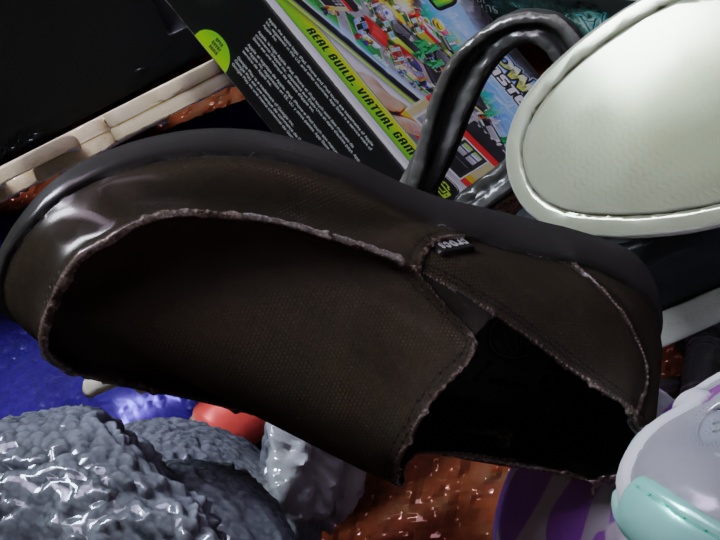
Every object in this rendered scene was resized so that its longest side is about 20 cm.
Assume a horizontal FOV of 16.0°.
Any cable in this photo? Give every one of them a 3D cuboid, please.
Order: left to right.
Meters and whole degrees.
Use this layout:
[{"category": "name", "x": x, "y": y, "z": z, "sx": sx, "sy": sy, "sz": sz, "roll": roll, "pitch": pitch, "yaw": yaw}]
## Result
[{"category": "cable", "x": 0.000, "y": 0.000, "z": 0.829, "sx": 0.199, "sy": 0.098, "sz": 0.050, "roll": -34, "pitch": -6, "yaw": 21}]

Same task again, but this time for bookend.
[{"category": "bookend", "x": -0.192, "y": -0.141, "z": 1.037, "sx": 0.198, "sy": 0.201, "sz": 0.092, "roll": -28, "pitch": 32, "yaw": -4}]

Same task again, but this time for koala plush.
[{"category": "koala plush", "x": -0.062, "y": 0.102, "z": 0.751, "sx": 0.177, "sy": 0.184, "sz": 0.200, "roll": -36, "pitch": 8, "yaw": 17}]

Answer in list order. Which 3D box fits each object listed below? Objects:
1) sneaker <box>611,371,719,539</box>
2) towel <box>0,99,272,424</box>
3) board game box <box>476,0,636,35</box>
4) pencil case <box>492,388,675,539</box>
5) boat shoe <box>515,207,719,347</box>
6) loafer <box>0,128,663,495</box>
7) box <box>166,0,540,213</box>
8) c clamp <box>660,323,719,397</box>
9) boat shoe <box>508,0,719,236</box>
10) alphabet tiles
[{"category": "sneaker", "x": 0.142, "y": 0.006, "z": 0.668, "sx": 0.077, "sy": 0.141, "sz": 0.200, "roll": 30, "pitch": 24, "yaw": 24}, {"category": "towel", "x": -0.079, "y": 0.020, "z": 0.935, "sx": 0.199, "sy": 0.050, "sz": 0.148, "roll": -27, "pitch": 47, "yaw": -5}, {"category": "board game box", "x": 0.122, "y": -0.157, "z": 1.028, "sx": 0.135, "sy": 0.028, "sz": 0.200, "roll": 14, "pitch": 45, "yaw": 36}, {"category": "pencil case", "x": 0.118, "y": 0.108, "z": 0.716, "sx": 0.083, "sy": 0.086, "sz": 0.200, "roll": -1, "pitch": 26, "yaw": -35}, {"category": "boat shoe", "x": 0.139, "y": -0.033, "z": 0.820, "sx": 0.198, "sy": 0.066, "sz": 0.075, "roll": -25, "pitch": 0, "yaw": 3}, {"category": "loafer", "x": 0.001, "y": 0.016, "z": 0.689, "sx": 0.199, "sy": 0.073, "sz": 0.072, "roll": 7, "pitch": 38, "yaw": -22}, {"category": "box", "x": -0.014, "y": -0.098, "z": 0.912, "sx": 0.035, "sy": 0.200, "sz": 0.110, "roll": -46, "pitch": -11, "yaw": 36}, {"category": "c clamp", "x": 0.148, "y": -0.029, "z": 0.890, "sx": 0.170, "sy": 0.027, "sz": 0.201, "roll": -2, "pitch": 44, "yaw": 24}, {"category": "boat shoe", "x": 0.141, "y": -0.061, "z": 0.753, "sx": 0.199, "sy": 0.066, "sz": 0.075, "roll": -30, "pitch": 72, "yaw": 15}, {"category": "alphabet tiles", "x": -0.112, "y": -0.043, "z": 0.959, "sx": 0.199, "sy": 0.015, "sz": 0.195, "roll": -23, "pitch": 7, "yaw": 35}]
